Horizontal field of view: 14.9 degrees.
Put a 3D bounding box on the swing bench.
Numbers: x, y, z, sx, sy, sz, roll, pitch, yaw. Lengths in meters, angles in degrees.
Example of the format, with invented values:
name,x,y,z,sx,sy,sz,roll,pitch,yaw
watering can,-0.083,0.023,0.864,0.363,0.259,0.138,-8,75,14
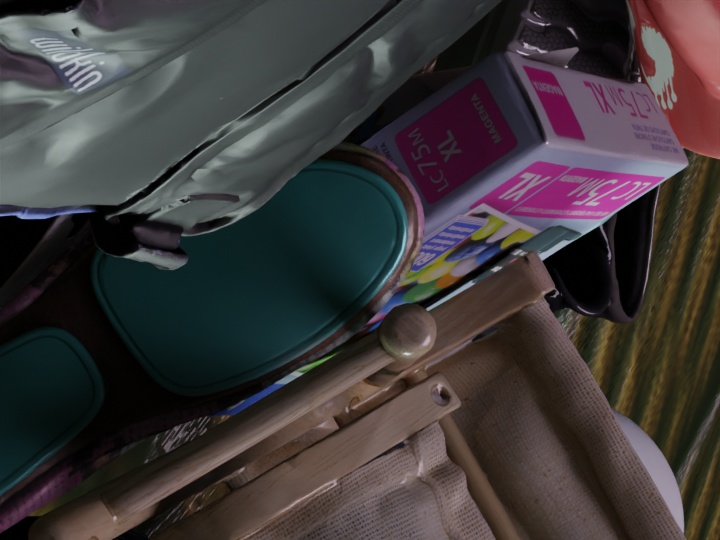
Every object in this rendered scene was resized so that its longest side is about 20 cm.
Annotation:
name,x,y,z,sx,sy,sz,roll,pitch,yaw
swing bench,0.032,0.116,0.819,0.130,0.199,0.200,-31,176,14

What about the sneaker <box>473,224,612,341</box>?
name,x,y,z,sx,sy,sz,roll,pitch,yaw
sneaker,0.060,0.008,1.141,0.072,0.083,0.200,-44,156,-33

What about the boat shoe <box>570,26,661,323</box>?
name,x,y,z,sx,sy,sz,roll,pitch,yaw
boat shoe,0.123,-0.060,1.230,0.067,0.057,0.200,-40,153,-42

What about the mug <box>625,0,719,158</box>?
name,x,y,z,sx,sy,sz,roll,pitch,yaw
mug,0.119,-0.139,0.906,0.177,0.133,0.200,-29,124,-28

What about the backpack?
name,x,y,z,sx,sy,sz,roll,pitch,yaw
backpack,-0.039,-0.114,0.582,0.200,0.147,0.183,-36,162,21

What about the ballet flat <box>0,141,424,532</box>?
name,x,y,z,sx,sy,sz,roll,pitch,yaw
ballet flat,-0.070,0.023,0.825,0.200,0.069,0.071,-33,178,5

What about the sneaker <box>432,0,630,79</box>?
name,x,y,z,sx,sy,sz,roll,pitch,yaw
sneaker,0.068,-0.127,1.009,0.075,0.082,0.200,35,70,-31

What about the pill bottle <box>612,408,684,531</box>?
name,x,y,z,sx,sy,sz,roll,pitch,yaw
pill bottle,0.081,0.108,1.205,0.111,0.111,0.200,-58,-177,-1

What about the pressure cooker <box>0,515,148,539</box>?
name,x,y,z,sx,sy,sz,roll,pitch,yaw
pressure cooker,-0.088,0.173,0.878,0.178,0.200,0.176,-26,171,-7

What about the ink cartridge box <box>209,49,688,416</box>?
name,x,y,z,sx,sy,sz,roll,pitch,yaw
ink cartridge box,0.000,0.000,0.904,0.200,0.042,0.119,-32,165,24

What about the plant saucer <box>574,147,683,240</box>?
name,x,y,z,sx,sy,sz,roll,pitch,yaw
plant saucer,0.046,-0.006,1.038,0.070,0.019,0.200,-41,-173,-39

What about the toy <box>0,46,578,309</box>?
name,x,y,z,sx,sy,sz,roll,pitch,yaw
toy,-0.031,-0.041,0.884,0.200,0.047,0.115,-8,151,-47
